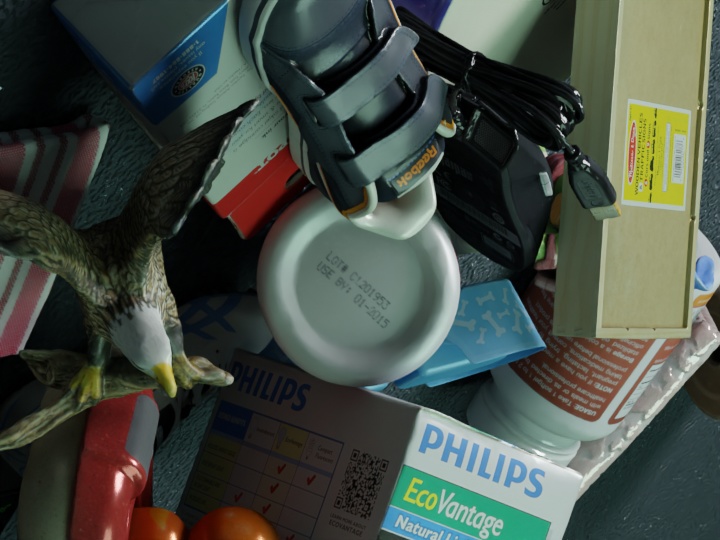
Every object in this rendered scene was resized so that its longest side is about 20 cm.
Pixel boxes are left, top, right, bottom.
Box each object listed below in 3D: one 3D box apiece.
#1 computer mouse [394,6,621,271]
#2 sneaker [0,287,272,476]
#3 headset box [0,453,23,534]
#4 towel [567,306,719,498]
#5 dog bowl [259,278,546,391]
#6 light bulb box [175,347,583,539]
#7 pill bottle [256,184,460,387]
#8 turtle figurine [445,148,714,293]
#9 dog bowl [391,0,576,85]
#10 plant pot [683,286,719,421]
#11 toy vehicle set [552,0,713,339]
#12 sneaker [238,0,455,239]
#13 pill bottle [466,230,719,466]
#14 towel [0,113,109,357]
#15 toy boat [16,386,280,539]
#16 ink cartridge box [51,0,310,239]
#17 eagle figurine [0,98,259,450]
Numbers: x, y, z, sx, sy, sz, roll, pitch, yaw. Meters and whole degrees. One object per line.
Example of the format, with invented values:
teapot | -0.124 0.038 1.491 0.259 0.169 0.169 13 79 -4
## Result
computer mouse | 0.086 -0.058 1.287 0.046 0.140 0.200 -48 147 -17
sneaker | -0.118 0.072 1.430 0.199 0.072 0.072 -29 150 -37
headset box | -0.283 0.152 1.256 0.174 0.093 0.201 -5 133 -58
towel | 0.193 0.097 1.929 0.200 0.032 0.191 -50 -173 10
dog bowl | 0.015 0.051 1.554 0.198 0.050 0.111 -14 173 -15
light bulb box | -0.009 0.169 1.383 0.124 0.198 0.201 24 84 -34
pill bottle | 0.000 0.000 1.400 0.109 0.109 0.200 -47 -178 3
turtle figurine | 0.116 -0.065 1.515 0.199 0.193 0.145 32 78 -28
dog bowl | 0.082 -0.177 1.356 0.200 0.079 0.201 -37 155 -21
plant pot | 0.361 0.056 2.081 0.173 0.201 0.201 -9 140 -29
toy vehicle set | 0.151 -0.063 1.378 0.124 0.026 0.202 5 89 -59
sneaker | 0.001 -0.084 1.203 0.078 0.079 0.200 -41 155 -9
pill bottle | 0.162 0.047 1.800 0.112 0.112 0.201 -6 135 -56
towel | -0.213 -0.005 1.209 0.199 0.030 0.147 -15 139 -51
toy boat | -0.105 0.146 1.303 0.131 0.130 0.201 -83 178 -46
ink cartridge box | -0.062 -0.106 1.245 0.116 0.067 0.200 -43 156 -5
eagle figurine | -0.116 -0.007 1.162 0.152 0.150 0.201 -51 150 -29
